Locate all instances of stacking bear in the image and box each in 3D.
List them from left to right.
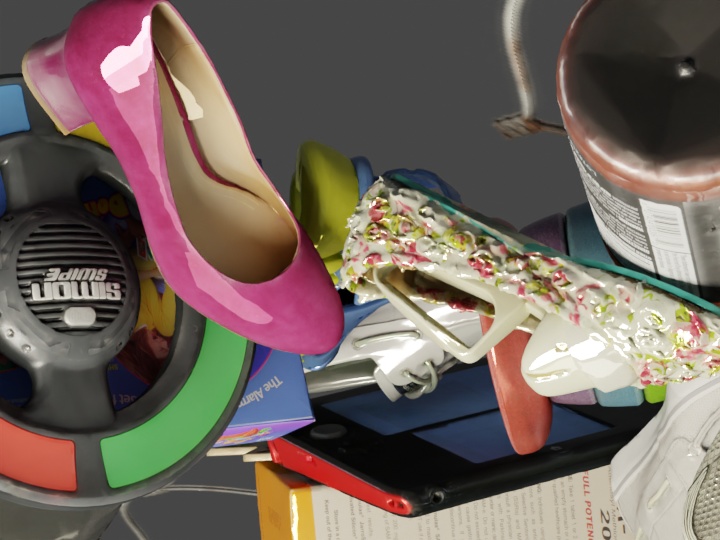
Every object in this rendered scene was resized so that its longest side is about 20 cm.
[{"bbox_3d":[0.162,0.011,1.088,0.200,0.122,0.114,-11,164,7],"label":"stacking bear"}]

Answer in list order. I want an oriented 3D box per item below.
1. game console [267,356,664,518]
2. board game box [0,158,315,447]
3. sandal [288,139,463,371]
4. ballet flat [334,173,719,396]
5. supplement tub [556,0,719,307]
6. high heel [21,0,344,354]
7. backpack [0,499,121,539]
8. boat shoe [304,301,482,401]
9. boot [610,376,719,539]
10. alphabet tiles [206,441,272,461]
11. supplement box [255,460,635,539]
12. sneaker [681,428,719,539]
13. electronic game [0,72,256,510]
[{"bbox_3d":[0.063,0.086,1.205,0.200,0.031,0.177,-12,-168,-28],"label":"game console"},{"bbox_3d":[-0.128,0.020,1.019,0.200,0.135,0.045,-3,165,-35],"label":"board game box"},{"bbox_3d":[0.000,0.000,1.112,0.087,0.080,0.200,1,161,-9],"label":"sandal"},{"bbox_3d":[0.074,0.019,0.968,0.200,0.064,0.076,23,164,31],"label":"ballet flat"},{"bbox_3d":[0.148,-0.046,0.932,0.107,0.107,0.200,-3,159,13],"label":"supplement tub"},{"bbox_3d":[-0.056,-0.040,0.949,0.096,0.067,0.200,-13,120,51],"label":"high heel"},{"bbox_3d":[-0.201,0.051,1.113,0.176,0.154,0.200,22,-165,-21],"label":"backpack"},{"bbox_3d":[0.024,0.042,1.225,0.200,0.067,0.074,-7,157,23],"label":"boat shoe"},{"bbox_3d":[0.182,0.103,1.059,0.073,0.096,0.200,-10,155,-15],"label":"boot"},{"bbox_3d":[0.004,0.099,1.346,0.166,0.006,0.200,-4,-177,15],"label":"alphabet tiles"},{"bbox_3d":[0.048,0.140,1.255,0.200,0.074,0.126,-6,-176,-11],"label":"supplement box"},{"bbox_3d":[0.197,0.041,0.936,0.078,0.200,0.082,32,179,41],"label":"sneaker"},{"bbox_3d":[-0.134,0.007,0.965,0.200,0.200,0.042,15,155,-30],"label":"electronic game"}]
